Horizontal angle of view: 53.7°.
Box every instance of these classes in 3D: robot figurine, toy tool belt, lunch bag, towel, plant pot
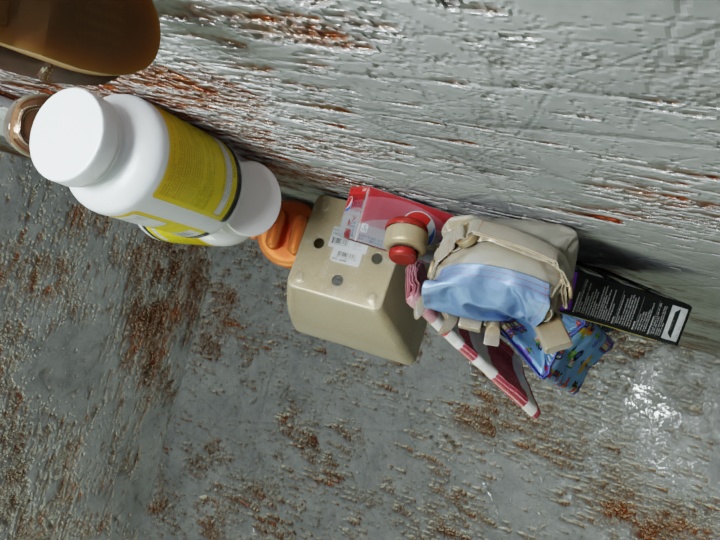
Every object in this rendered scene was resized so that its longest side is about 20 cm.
[{"bbox_3d":[-0.115,-0.061,1.246,0.143,0.117,0.200,-24,176,3],"label":"robot figurine"},{"bbox_3d":[0.111,0.013,0.703,0.199,0.123,0.125,6,156,15],"label":"toy tool belt"},{"bbox_3d":[0.211,0.058,0.936,0.200,0.094,0.150,40,-173,35],"label":"lunch bag"},{"bbox_3d":[0.129,0.075,0.833,0.200,0.023,0.144,43,-166,-9],"label":"towel"},{"bbox_3d":[0.000,0.000,1.013,0.199,0.201,0.177,15,168,16],"label":"plant pot"}]

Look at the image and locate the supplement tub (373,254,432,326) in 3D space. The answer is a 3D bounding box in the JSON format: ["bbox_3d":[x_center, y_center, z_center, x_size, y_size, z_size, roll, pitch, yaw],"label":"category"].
[{"bbox_3d":[0.114,0.022,1.276,0.199,0.146,0.145,16,179,5],"label":"supplement tub"}]

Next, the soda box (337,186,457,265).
[{"bbox_3d":[0.079,-0.040,0.833,0.199,0.064,0.070,16,-179,-21],"label":"soda box"}]

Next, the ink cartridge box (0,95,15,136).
[{"bbox_3d":[-0.424,-0.197,0.921,0.199,0.048,0.160,8,173,40],"label":"ink cartridge box"}]

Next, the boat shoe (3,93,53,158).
[{"bbox_3d":[-0.301,-0.150,0.798,0.071,0.076,0.200,11,-174,24],"label":"boat shoe"}]

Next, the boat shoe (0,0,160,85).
[{"bbox_3d":[-0.179,-0.122,0.285,0.070,0.071,0.200,10,176,33],"label":"boat shoe"}]

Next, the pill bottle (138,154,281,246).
[{"bbox_3d":[-0.189,-0.086,0.866,0.112,0.113,0.199,17,173,-42],"label":"pill bottle"}]

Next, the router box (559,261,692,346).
[{"bbox_3d":[0.261,0.020,0.832,0.148,0.051,0.200,17,-171,-10],"label":"router box"}]

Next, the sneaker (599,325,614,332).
[{"bbox_3d":[0.296,0.024,1.012,0.199,0.077,0.085,27,178,-28],"label":"sneaker"}]

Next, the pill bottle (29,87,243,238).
[{"bbox_3d":[-0.207,-0.100,0.680,0.112,0.113,0.200,15,178,23],"label":"pill bottle"}]
